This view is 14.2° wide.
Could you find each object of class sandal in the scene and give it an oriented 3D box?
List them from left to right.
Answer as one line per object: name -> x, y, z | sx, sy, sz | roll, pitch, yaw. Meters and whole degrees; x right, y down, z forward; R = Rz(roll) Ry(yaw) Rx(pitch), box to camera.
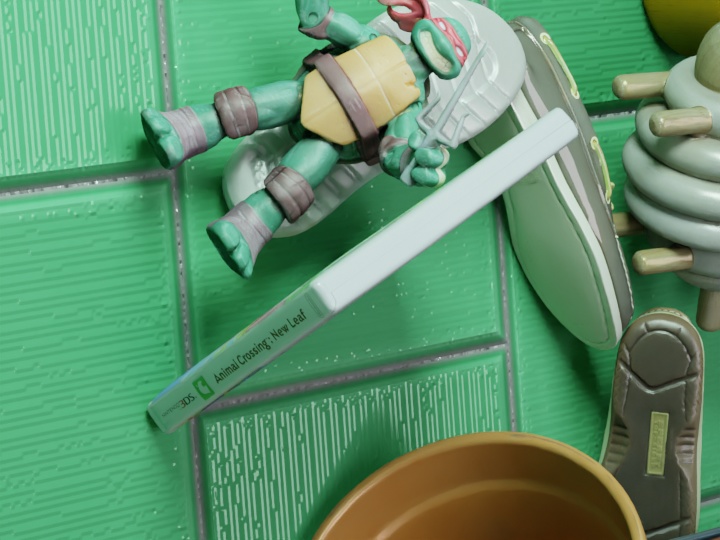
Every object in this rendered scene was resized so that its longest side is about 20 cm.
sandal -> 0.001, -0.087, 1.578 | 0.202, 0.050, 0.083 | -31, 95, -26

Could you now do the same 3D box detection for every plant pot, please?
plant pot -> 0.077, 0.208, 1.571 | 0.201, 0.199, 0.140 | -60, 144, -25

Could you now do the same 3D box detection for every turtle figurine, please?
turtle figurine -> -0.006, -0.090, 1.492 | 0.199, 0.150, 0.101 | -34, 161, -8

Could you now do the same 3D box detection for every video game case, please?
video game case -> 0.000, 0.000, 1.490 | 0.200, 0.182, 0.022 | -36, 90, -38

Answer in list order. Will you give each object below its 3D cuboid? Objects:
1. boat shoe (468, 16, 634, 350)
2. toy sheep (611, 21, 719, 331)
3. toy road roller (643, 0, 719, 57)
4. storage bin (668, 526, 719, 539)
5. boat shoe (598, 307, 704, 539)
boat shoe -> 0.116, -0.050, 1.675 | 0.060, 0.072, 0.203 | -39, 113, -32
toy sheep -> 0.213, -0.056, 1.713 | 0.137, 0.137, 0.201 | -25, 132, -42
toy road roller -> 0.262, -0.150, 1.791 | 0.145, 0.123, 0.201 | -27, 108, -27
storage bin -> 0.257, 0.226, 1.625 | 0.145, 0.134, 0.201 | -13, 77, -12
boat shoe -> 0.174, 0.121, 1.741 | 0.076, 0.071, 0.201 | -47, 150, -79
